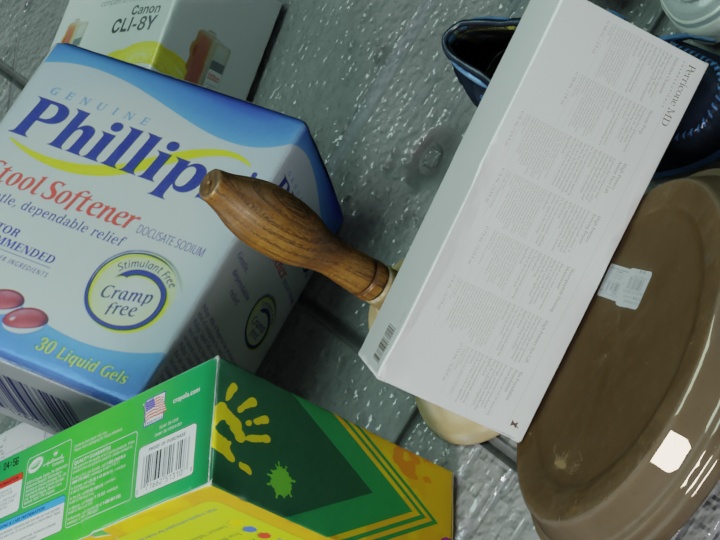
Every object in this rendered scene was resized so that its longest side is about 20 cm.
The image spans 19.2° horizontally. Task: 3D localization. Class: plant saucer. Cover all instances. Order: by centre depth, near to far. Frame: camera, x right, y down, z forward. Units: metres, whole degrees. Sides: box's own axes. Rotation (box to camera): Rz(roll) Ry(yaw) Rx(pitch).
[{"bbox_3d":[0.126,0.041,0.967,0.201,0.029,0.201,-56,19,30],"label":"plant saucer"}]

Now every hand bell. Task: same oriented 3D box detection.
[{"bbox_3d":[0.000,0.000,1.055,0.104,0.199,0.105,-30,44,34],"label":"hand bell"}]

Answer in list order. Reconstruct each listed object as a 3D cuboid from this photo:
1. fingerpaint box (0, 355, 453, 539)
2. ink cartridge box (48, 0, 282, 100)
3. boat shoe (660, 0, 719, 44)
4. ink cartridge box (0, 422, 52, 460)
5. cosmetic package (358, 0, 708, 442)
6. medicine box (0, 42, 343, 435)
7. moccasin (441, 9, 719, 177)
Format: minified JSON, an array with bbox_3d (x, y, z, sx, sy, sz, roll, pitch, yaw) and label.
[{"bbox_3d":[-0.079,0.132,1.085,0.199,0.166,0.074,-26,48,39],"label":"fingerpaint box"},{"bbox_3d":[-0.154,-0.106,1.418,0.145,0.083,0.201,1,66,51],"label":"ink cartridge box"},{"bbox_3d":[0.169,-0.209,1.110,0.072,0.068,0.201,-25,48,38],"label":"boat shoe"},{"bbox_3d":[-0.200,0.169,1.285,0.199,0.076,0.137,-27,46,35],"label":"ink cartridge box"},{"bbox_3d":[0.080,-0.028,1.012,0.201,0.082,0.051,-63,15,5],"label":"cosmetic package"},{"bbox_3d":[-0.139,-0.006,1.221,0.181,0.103,0.201,19,65,24],"label":"medicine box"},{"bbox_3d":[0.112,-0.093,1.097,0.199,0.068,0.081,8,72,51],"label":"moccasin"}]
